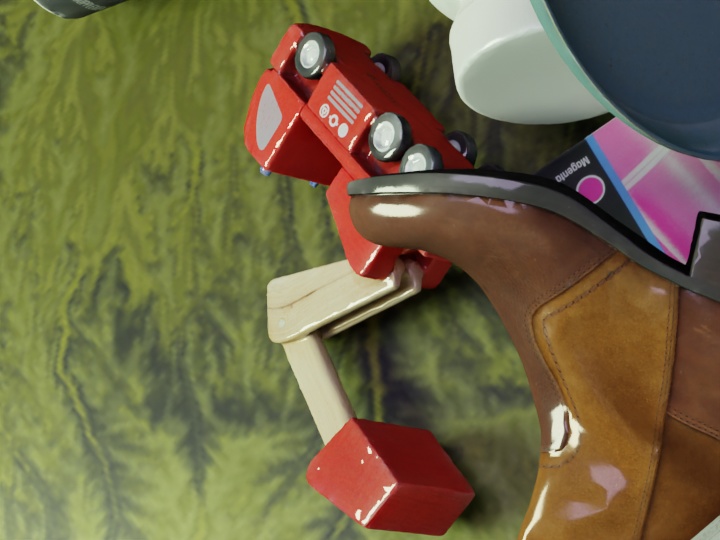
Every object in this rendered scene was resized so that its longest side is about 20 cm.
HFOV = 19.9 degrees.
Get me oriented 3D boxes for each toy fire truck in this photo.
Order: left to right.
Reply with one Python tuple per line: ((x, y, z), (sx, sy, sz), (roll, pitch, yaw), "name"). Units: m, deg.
((0.000, 0.000, 0.871), (0.200, 0.049, 0.141), (49, 116, 40), "toy fire truck")

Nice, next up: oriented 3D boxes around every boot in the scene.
((0.069, 0.067, 0.776), (0.188, 0.068, 0.200), (13, 96, 5), "boot")

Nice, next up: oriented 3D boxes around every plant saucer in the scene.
((0.122, -0.139, 0.792), (0.027, 0.200, 0.200), (-9, 68, 49), "plant saucer")

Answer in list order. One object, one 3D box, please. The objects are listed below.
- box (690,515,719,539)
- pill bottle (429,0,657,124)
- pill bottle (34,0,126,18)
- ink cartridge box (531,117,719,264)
((0.145, 0.187, 0.647), (0.199, 0.171, 0.200), (-43, 80, 8), "box")
((0.074, -0.168, 0.856), (0.113, 0.113, 0.200), (-14, 65, 22), "pill bottle")
((-0.069, -0.196, 0.945), (0.200, 0.106, 0.106), (-17, 67, 21), "pill bottle")
((0.141, 0.025, 0.811), (0.095, 0.037, 0.200), (-35, 64, 13), "ink cartridge box")
